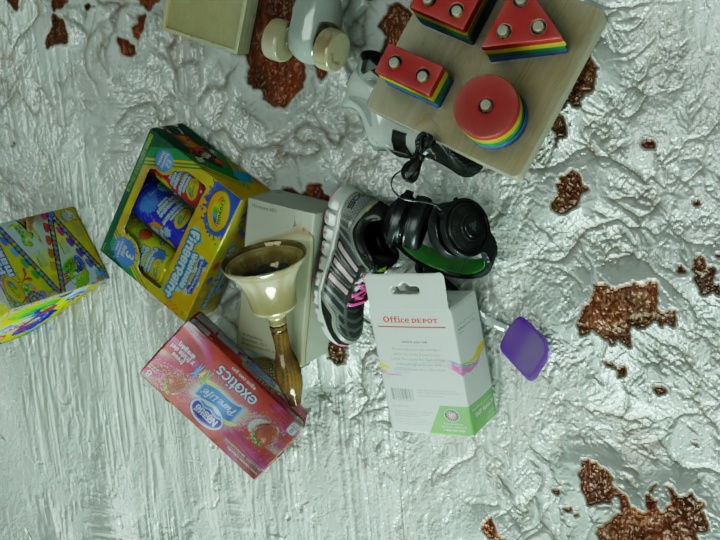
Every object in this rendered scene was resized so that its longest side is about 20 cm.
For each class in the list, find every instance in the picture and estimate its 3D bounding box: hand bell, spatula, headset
[{"bbox_3d":[-0.096,0.074,1.390,0.104,0.104,0.201,3,117,30],"label":"hand bell"},{"bbox_3d":[0.140,0.050,1.353,0.200,0.021,0.057,38,119,18],"label":"spatula"},{"bbox_3d":[0.086,-0.064,1.285,0.123,0.200,0.094,10,65,29],"label":"headset"}]

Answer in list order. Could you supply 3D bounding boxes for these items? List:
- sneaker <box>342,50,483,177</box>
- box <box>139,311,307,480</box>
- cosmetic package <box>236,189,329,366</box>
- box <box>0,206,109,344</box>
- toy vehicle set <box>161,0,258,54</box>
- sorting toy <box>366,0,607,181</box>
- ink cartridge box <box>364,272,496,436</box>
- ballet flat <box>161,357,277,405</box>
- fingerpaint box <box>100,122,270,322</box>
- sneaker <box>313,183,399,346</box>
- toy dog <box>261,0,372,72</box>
[{"bbox_3d":[0.058,-0.160,1.326,0.200,0.074,0.089,46,124,22],"label":"sneaker"},{"bbox_3d":[-0.169,0.155,1.451,0.200,0.100,0.095,43,94,-4],"label":"box"},{"bbox_3d":[-0.090,0.008,1.447,0.103,0.073,0.201,13,109,26],"label":"cosmetic package"},{"bbox_3d":[-0.504,0.021,1.619,0.200,0.192,0.122,-30,86,32],"label":"box"},{"bbox_3d":[-0.179,-0.383,1.432,0.124,0.026,0.201,23,112,24],"label":"toy vehicle set"},{"bbox_3d":[0.126,-0.230,1.224,0.198,0.070,0.200,28,91,22],"label":"sorting toy"},{"bbox_3d":[0.082,0.088,1.352,0.117,0.067,0.201,0,108,35],"label":"ink cartridge box"},{"bbox_3d":[-0.186,0.159,1.542,0.200,0.065,0.071,-12,95,31],"label":"ballet flat"},{"bbox_3d":[-0.234,-0.063,1.512,0.167,0.073,0.200,38,118,17],"label":"fingerpaint box"},{"bbox_3d":[0.000,0.000,1.391,0.087,0.074,0.201,13,103,33],"label":"sneaker"},{"bbox_3d":[-0.032,-0.318,1.342,0.132,0.096,0.200,42,104,18],"label":"toy dog"}]
